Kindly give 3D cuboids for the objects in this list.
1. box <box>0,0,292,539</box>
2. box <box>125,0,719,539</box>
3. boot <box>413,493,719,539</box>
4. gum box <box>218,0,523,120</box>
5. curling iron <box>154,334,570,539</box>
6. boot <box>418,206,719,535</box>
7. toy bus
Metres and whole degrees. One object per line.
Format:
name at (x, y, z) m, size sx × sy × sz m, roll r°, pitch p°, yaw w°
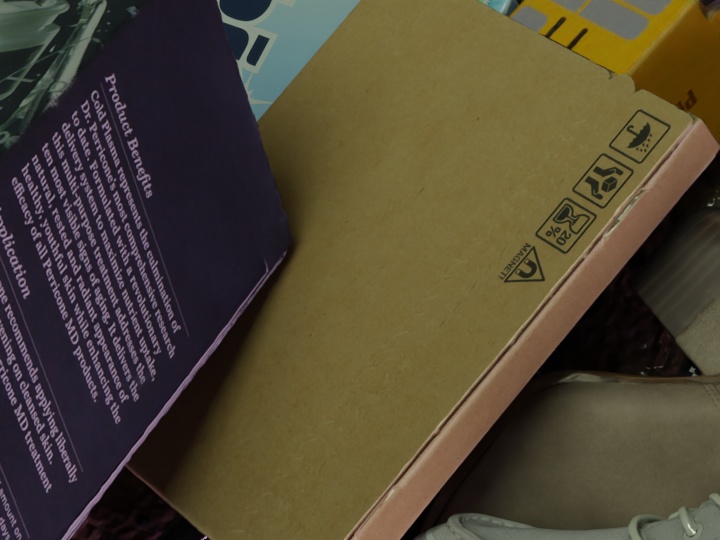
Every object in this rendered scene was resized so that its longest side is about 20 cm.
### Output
box at (-0.160, -0.002, 0.853) m, size 0.199 × 0.125 × 0.197 m, roll 3°, pitch 35°, yaw 29°
box at (0.000, 0.000, 0.897) m, size 0.200 × 0.021 × 0.163 m, roll -50°, pitch 44°, yaw -6°
boot at (0.111, 0.087, 0.816) m, size 0.199 × 0.073 × 0.096 m, roll 19°, pitch 103°, yaw 21°
gum box at (-0.020, -0.116, 1.061) m, size 0.199 × 0.045 × 0.171 m, roll 22°, pitch 77°, yaw 30°
curling iron at (-0.009, 0.061, 0.980) m, size 0.199 × 0.026 × 0.050 m, roll -33°, pitch 47°, yaw 6°
boot at (0.115, 0.084, 0.878) m, size 0.146 × 0.070 × 0.200 m, roll 48°, pitch 117°, yaw 25°
toy bus at (0.074, -0.048, 0.953) m, size 0.200 × 0.065 × 0.078 m, roll -47°, pitch 42°, yaw -10°
